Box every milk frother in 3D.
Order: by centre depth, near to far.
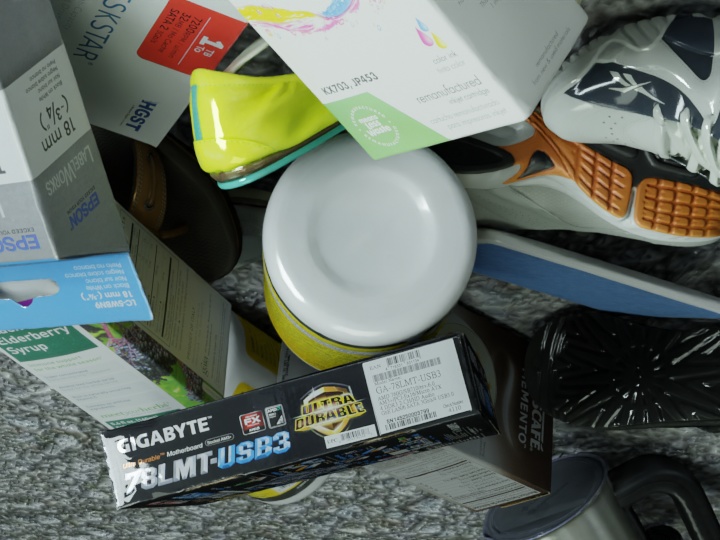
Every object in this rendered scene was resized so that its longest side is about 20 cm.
[{"bbox_3d":[0.204,0.242,1.391,0.189,0.180,0.200,60,164,-15],"label":"milk frother"}]

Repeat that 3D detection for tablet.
[{"bbox_3d":[0.128,0.002,1.020,0.199,0.014,0.130,16,172,-28],"label":"tablet"}]

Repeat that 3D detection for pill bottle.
[{"bbox_3d":[0.000,0.000,0.914,0.112,0.113,0.200,8,168,-2],"label":"pill bottle"},{"bbox_3d":[-0.106,0.088,1.188,0.111,0.112,0.200,-14,145,34],"label":"pill bottle"}]

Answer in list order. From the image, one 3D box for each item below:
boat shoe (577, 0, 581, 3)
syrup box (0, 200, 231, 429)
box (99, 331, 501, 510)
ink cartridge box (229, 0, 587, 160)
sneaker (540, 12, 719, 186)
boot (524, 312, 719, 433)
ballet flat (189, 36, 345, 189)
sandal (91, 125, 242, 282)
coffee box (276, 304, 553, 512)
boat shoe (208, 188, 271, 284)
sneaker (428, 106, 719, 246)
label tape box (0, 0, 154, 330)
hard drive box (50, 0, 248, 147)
[{"bbox_3d":[0.086,-0.163,0.724,0.074,0.069,0.200,7,151,4],"label":"boat shoe"},{"bbox_3d":[-0.158,0.014,0.916,0.078,0.082,0.200,-13,146,24],"label":"syrup box"},{"bbox_3d":[-0.025,0.091,0.915,0.197,0.050,0.200,-14,170,6],"label":"box"},{"bbox_3d":[-0.010,-0.146,0.696,0.200,0.067,0.117,46,151,-22],"label":"ink cartridge box"},{"bbox_3d":[0.190,-0.058,0.823,0.198,0.130,0.080,-1,149,9],"label":"sneaker"},{"bbox_3d":[0.237,0.084,1.137,0.210,0.080,0.157,5,173,40],"label":"boot"},{"bbox_3d":[-0.005,-0.104,0.810,0.199,0.067,0.067,-27,-169,-35],"label":"ballet flat"},{"bbox_3d":[-0.138,-0.062,0.927,0.081,0.055,0.201,-10,129,22],"label":"sandal"},{"bbox_3d":[0.042,0.083,1.142,0.199,0.115,0.080,26,146,-34],"label":"coffee box"},{"bbox_3d":[-0.126,-0.004,1.045,0.199,0.069,0.075,-11,155,33],"label":"boat shoe"},{"bbox_3d":[0.115,-0.053,0.931,0.199,0.076,0.092,16,159,0],"label":"sneaker"},{"bbox_3d":[-0.197,-0.043,0.759,0.143,0.063,0.201,-4,117,22],"label":"label tape box"},{"bbox_3d":[-0.160,-0.156,0.787,0.199,0.077,0.156,17,151,-19],"label":"hard drive box"}]
